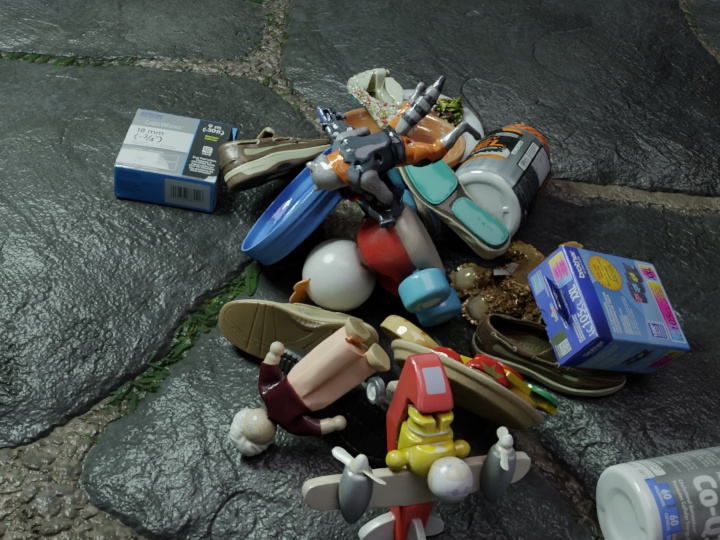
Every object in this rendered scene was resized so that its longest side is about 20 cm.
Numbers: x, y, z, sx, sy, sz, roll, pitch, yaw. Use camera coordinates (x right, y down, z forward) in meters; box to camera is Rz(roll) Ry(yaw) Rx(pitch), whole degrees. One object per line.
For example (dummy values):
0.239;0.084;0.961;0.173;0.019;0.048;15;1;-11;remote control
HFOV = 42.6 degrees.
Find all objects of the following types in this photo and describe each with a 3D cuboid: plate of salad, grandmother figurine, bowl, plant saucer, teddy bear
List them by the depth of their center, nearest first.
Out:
-0.068;0.134;1.026;0.121;0.200;0.061;54;14;17;grandmother figurine
-0.076;-0.087;1.226;0.039;0.200;0.201;43;45;-15;bowl
0.222;0.023;1.265;0.200;0.067;0.145;-25;46;-22;teddy bear
0.054;-0.184;1.362;0.200;0.038;0.200;6;33;-4;plant saucer
0.105;-0.241;1.498;0.200;0.048;0.200;6;46;-6;plate of salad

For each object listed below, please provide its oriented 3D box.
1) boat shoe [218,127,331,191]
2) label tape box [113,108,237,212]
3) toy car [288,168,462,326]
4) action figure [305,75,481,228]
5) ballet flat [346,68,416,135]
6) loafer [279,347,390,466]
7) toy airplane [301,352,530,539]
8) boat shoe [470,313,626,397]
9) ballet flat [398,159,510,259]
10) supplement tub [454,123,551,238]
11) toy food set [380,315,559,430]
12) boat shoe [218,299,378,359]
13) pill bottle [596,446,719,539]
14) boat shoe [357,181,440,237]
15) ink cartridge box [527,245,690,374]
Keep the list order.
-0.116;-0.174;1.331;0.202;0.075;0.075;-20;82;-46;boat shoe
-0.266;-0.183;1.359;0.144;0.063;0.200;9;46;-3;label tape box
0.000;0.000;1.198;0.200;0.177;0.185;-25;71;7;toy car
0.015;-0.164;1.109;0.193;0.105;0.200;-33;63;-9;action figure
0.036;-0.266;1.390;0.075;0.064;0.200;-9;36;-22;ballet flat
-0.016;0.148;1.080;0.200;0.073;0.071;37;20;9;loafer
0.065;0.212;0.946;0.200;0.199;0.141;-47;23;-13;toy airplane
0.244;0.104;1.173;0.202;0.075;0.075;12;45;1;boat shoe
0.118;-0.089;1.256;0.067;0.062;0.200;-39;81;-20;ballet flat
0.206;-0.132;1.351;0.122;0.123;0.200;24;38;12;supplement tub
0.123;0.124;1.066;0.200;0.198;0.049;13;70;52;toy food set
-0.076;0.077;1.153;0.200;0.071;0.065;13;10;2;boat shoe
0.375;0.257;1.024;0.200;0.114;0.114;-7;48;-16;pill bottle
0.033;-0.099;1.339;0.072;0.072;0.200;-28;47;-26;boat shoe
0.297;0.050;1.151;0.200;0.076;0.137;7;52;-31;ink cartridge box
